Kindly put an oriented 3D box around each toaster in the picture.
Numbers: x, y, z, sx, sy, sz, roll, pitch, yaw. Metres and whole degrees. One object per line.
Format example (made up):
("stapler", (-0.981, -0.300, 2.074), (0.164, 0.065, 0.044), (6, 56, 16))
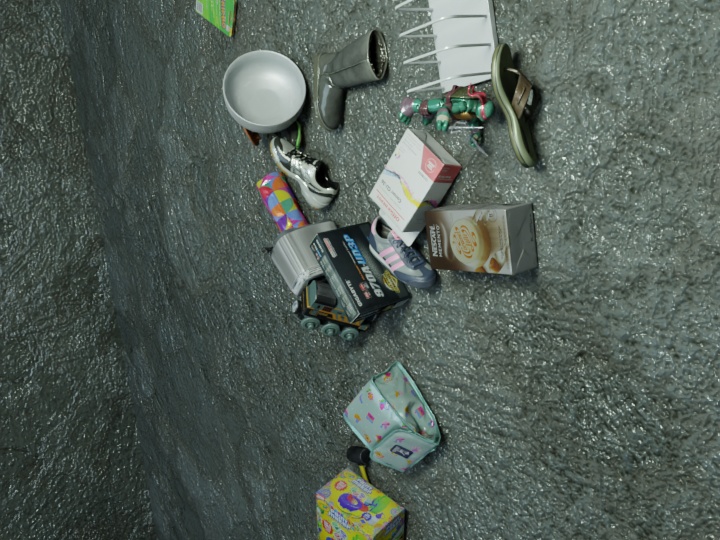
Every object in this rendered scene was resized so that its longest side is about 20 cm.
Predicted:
("toaster", (-0.117, -0.028, 1.607), (0.131, 0.197, 0.114), (58, 141, 20))

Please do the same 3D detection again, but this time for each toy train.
("toy train", (-0.055, 0.092, 1.588), (0.114, 0.196, 0.087), (-49, 34, 42))

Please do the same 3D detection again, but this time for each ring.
("ring", (-0.288, -0.414, 1.751), (0.200, 0.019, 0.206), (-17, -89, -84))

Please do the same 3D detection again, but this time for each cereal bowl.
("cereal bowl", (-0.224, -0.408, 1.636), (0.204, 0.196, 0.084), (62, 166, 14))

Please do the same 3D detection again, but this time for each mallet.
("mallet", (0.010, 0.545, 1.782), (0.065, 0.041, 0.206), (4, 109, 50))

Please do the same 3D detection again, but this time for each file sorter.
("file sorter", (0.142, -0.421, 1.199), (0.137, 0.122, 0.206), (-1, 101, 51))

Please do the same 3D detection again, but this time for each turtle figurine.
("turtle figurine", (0.169, -0.271, 1.218), (0.198, 0.148, 0.103), (21, 93, 44))

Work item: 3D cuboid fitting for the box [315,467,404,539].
("box", (-0.002, 0.641, 1.728), (0.197, 0.121, 0.198), (24, 126, 38))

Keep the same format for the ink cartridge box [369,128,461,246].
("ink cartridge box", (0.095, -0.157, 1.364), (0.117, 0.067, 0.202), (48, 123, 29))

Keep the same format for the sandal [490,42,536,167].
("sandal", (0.265, -0.274, 1.143), (0.056, 0.079, 0.206), (-14, 97, 35))

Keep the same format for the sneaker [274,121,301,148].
("sneaker", (-0.211, -0.358, 1.709), (0.201, 0.082, 0.078), (49, 137, 30))

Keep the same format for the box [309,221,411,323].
("box", (0.000, 0.000, 1.500), (0.203, 0.156, 0.046), (61, 139, 18))

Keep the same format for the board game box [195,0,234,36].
("board game box", (-0.383, -0.706, 1.856), (0.200, 0.029, 0.097), (45, 135, 37))

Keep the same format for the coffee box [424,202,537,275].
("coffee box", (0.215, -0.059, 1.265), (0.198, 0.078, 0.118), (4, 105, 51))

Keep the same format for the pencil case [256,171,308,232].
("pencil case", (-0.189, -0.154, 1.757), (0.203, 0.087, 0.089), (62, 141, 19))

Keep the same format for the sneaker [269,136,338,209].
("sneaker", (-0.126, -0.245, 1.630), (0.201, 0.076, 0.087), (48, 131, -7))

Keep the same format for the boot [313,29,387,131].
("boot", (-0.019, -0.396, 1.472), (0.197, 0.072, 0.187), (4, 107, 44))

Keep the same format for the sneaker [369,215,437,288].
("sneaker", (0.084, -0.040, 1.443), (0.199, 0.069, 0.084), (38, 141, 37))

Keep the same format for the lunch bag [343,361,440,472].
("lunch bag", (0.076, 0.341, 1.556), (0.201, 0.121, 0.171), (52, 136, 15))
